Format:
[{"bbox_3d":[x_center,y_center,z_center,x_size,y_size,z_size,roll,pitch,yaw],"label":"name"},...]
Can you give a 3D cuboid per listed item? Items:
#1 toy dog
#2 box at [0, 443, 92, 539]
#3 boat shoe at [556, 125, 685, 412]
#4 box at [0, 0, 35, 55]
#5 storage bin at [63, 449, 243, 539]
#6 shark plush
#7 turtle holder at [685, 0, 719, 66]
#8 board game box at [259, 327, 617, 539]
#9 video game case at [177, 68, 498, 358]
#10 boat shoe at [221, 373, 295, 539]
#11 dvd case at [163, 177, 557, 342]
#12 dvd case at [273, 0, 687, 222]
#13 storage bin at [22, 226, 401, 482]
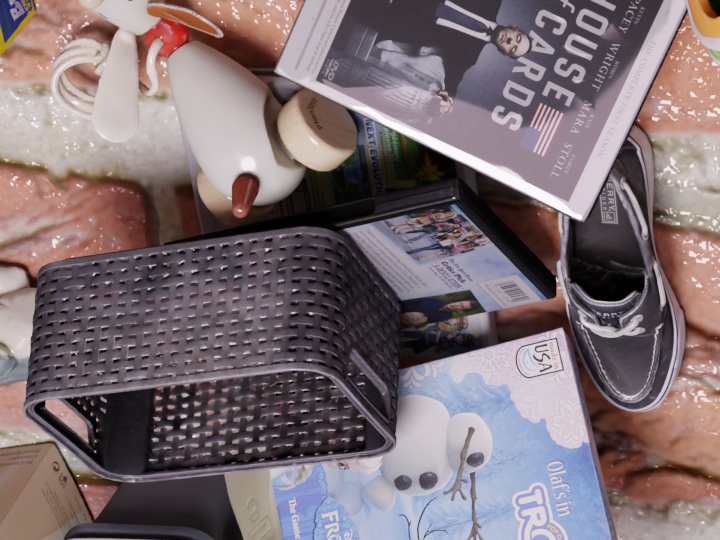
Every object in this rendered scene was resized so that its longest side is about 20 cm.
[{"bbox_3d":[-0.102,-0.098,1.434,0.199,0.096,0.132,28,121,2],"label":"toy dog"},{"bbox_3d":[-0.267,0.210,1.650,0.095,0.200,0.078,-10,119,23],"label":"box"},{"bbox_3d":[0.152,0.009,1.462,0.071,0.068,0.201,3,123,16],"label":"boat shoe"},{"bbox_3d":[-0.306,-0.169,1.499,0.199,0.064,0.070,-1,122,18],"label":"box"},{"bbox_3d":[-0.107,0.220,1.645,0.145,0.134,0.201,-1,123,19],"label":"storage bin"},{"bbox_3d":[-0.186,0.042,1.622,0.199,0.091,0.083,-9,141,0],"label":"shark plush"},{"bbox_3d":[0.256,-0.142,1.290,0.185,0.132,0.141,40,125,-9],"label":"turtle holder"},{"bbox_3d":[0.052,0.156,1.482,0.198,0.201,0.043,-15,161,8],"label":"board game box"},{"bbox_3d":[-0.014,-0.034,1.518,0.181,0.022,0.201,1,122,18],"label":"video game case"},{"bbox_3d":[-0.042,0.149,1.570,0.062,0.201,0.071,2,152,-28],"label":"boat shoe"},{"bbox_3d":[0.000,0.000,1.466,0.199,0.018,0.143,-12,150,25],"label":"dvd case"},{"bbox_3d":[0.070,-0.137,1.382,0.199,0.025,0.151,26,103,6],"label":"dvd case"},{"bbox_3d":[-0.086,0.053,1.453,0.199,0.094,0.135,-7,152,20],"label":"storage bin"}]
